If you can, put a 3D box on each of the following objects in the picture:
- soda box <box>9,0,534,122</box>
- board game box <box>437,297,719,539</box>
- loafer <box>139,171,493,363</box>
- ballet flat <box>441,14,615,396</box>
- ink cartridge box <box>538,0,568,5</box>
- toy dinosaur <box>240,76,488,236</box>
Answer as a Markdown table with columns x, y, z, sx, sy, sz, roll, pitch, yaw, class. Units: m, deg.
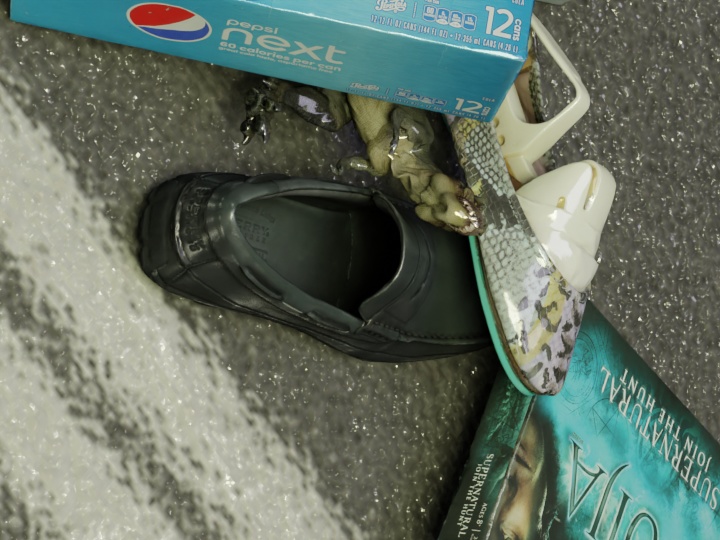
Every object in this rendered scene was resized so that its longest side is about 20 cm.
| x | y | z | sx | sy | sz | roll | pitch | yaw | class |
| --- | --- | --- | --- | --- | --- | --- | --- | --- | --- |
| -0.033 | -0.117 | 0.926 | 0.199 | 0.068 | 0.065 | 11 | 71 | -6 | soda box |
| 0.115 | 0.115 | 1.095 | 0.200 | 0.028 | 0.136 | 43 | 59 | -42 | board game box |
| 0.000 | 0.000 | 1.004 | 0.200 | 0.070 | 0.069 | 13 | 77 | -40 | loafer |
| 0.072 | -0.047 | 1.027 | 0.072 | 0.072 | 0.201 | 8 | 58 | -40 | ballet flat |
| 0.127 | -0.180 | 1.046 | 0.175 | 0.199 | 0.084 | 5 | 81 | -40 | ink cartridge box |
| -0.011 | -0.089 | 0.994 | 0.088 | 0.047 | 0.201 | 5 | 53 | -37 | toy dinosaur |
